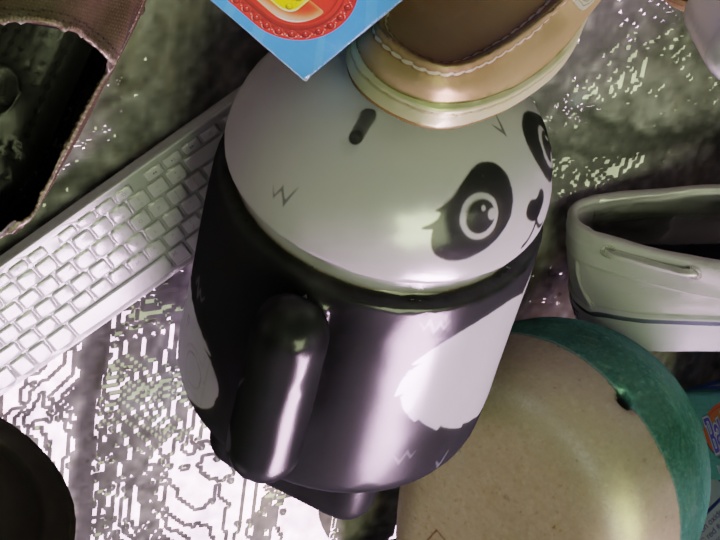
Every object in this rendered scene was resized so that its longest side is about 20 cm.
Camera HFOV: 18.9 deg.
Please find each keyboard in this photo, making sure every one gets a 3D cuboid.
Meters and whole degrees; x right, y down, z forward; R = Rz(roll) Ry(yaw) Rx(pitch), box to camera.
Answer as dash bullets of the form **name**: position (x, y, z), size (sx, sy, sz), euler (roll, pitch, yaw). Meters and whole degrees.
- **keyboard**: position (-0.073, -0.023, 0.829), size (0.200, 0.011, 0.056), euler (-35, 133, -1)

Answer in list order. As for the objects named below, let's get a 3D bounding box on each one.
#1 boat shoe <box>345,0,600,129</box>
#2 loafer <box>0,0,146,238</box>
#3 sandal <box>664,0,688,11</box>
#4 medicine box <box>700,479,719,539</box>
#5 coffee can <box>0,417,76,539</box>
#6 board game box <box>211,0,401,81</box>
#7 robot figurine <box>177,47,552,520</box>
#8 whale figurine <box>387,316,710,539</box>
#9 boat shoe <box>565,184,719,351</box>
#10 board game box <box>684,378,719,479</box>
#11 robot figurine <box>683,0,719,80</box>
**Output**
- **boat shoe**: position (0.064, -0.126, 0.743), size (0.200, 0.074, 0.067), euler (-49, 164, -35)
- **loafer**: position (-0.082, -0.090, 0.616), size (0.073, 0.071, 0.201), euler (8, 119, -26)
- **sandal**: position (0.215, -0.127, 0.870), size (0.211, 0.078, 0.070), euler (-29, 134, -15)
- **medicine box**: position (0.228, 0.204, 1.034), size (0.103, 0.200, 0.182), euler (-47, 132, 13)
- **coffee can**: position (-0.195, 0.162, 0.806), size (0.146, 0.147, 0.201), euler (-1, 124, -28)
- **board game box**: position (-0.015, -0.186, 0.641), size (0.196, 0.056, 0.200), euler (-37, 120, 26)
- **robot figurine**: position (0.001, 0.001, 0.799), size (0.124, 0.151, 0.201), euler (-2, 135, -18)
- **whale figurine**: position (0.072, 0.101, 0.926), size (0.104, 0.159, 0.200), euler (-30, 162, -40)
- **boat shoe**: position (0.182, -0.007, 0.894), size (0.199, 0.074, 0.066), euler (-5, 128, 13)
- **board game box**: position (0.256, 0.048, 0.963), size (0.199, 0.152, 0.045), euler (-15, 90, -12)
- **robot figurine**: position (0.198, -0.136, 0.735), size (0.169, 0.113, 0.200), euler (34, 109, -18)
